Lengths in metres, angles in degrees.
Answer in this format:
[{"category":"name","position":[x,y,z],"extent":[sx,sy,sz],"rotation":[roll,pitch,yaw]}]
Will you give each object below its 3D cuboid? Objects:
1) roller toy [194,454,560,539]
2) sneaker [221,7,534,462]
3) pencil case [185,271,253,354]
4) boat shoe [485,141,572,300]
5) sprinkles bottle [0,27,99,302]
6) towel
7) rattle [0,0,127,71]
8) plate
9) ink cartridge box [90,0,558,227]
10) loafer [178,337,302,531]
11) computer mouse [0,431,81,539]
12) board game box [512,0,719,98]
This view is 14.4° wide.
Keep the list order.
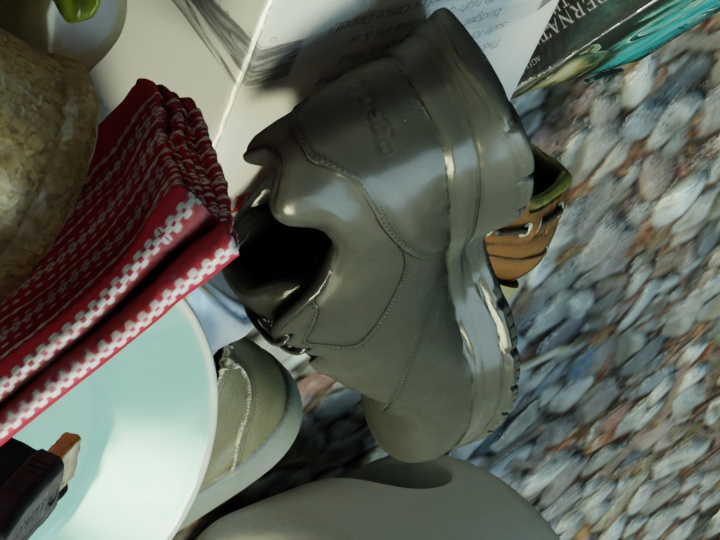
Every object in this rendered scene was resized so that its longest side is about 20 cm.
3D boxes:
[{"category":"roller toy","position":[0.014,0.181,1.268],"extent":[0.139,0.200,0.183],"rotation":[-17,141,-44]},{"category":"sneaker","position":[0.000,0.000,0.897],"extent":[0.090,0.076,0.201],"rotation":[-23,146,-14]},{"category":"pencil case","position":[-0.125,0.050,0.967],"extent":[0.200,0.083,0.091],"rotation":[-45,161,12]},{"category":"boat shoe","position":[0.025,-0.033,1.080],"extent":[0.068,0.072,0.200],"rotation":[-50,164,11]},{"category":"sprinkles bottle","position":[-0.156,-0.059,0.640],"extent":[0.199,0.068,0.068],"rotation":[27,115,-29]},{"category":"towel","position":[-0.095,0.012,0.731],"extent":[0.144,0.023,0.200],"rotation":[-39,-167,2]},{"category":"rattle","position":[-0.122,-0.037,0.724],"extent":[0.200,0.143,0.131],"rotation":[-37,145,-28]},{"category":"plate","position":[-0.138,0.062,0.890],"extent":[0.199,0.026,0.201],"rotation":[-19,135,-19]},{"category":"ink cartridge box","position":[0.000,-0.113,0.876],"extent":[0.146,0.083,0.201],"rotation":[-20,149,-39]},{"category":"loafer","position":[-0.114,0.084,1.074],"extent":[0.200,0.075,0.070],"rotation":[-40,145,-13]},{"category":"computer mouse","position":[-0.125,0.067,0.783],"extent":[0.140,0.046,0.200],"rotation":[-34,-178,27]},{"category":"board game box","position":[0.146,-0.127,1.034],"extent":[0.199,0.028,0.135],"rotation":[-32,174,31]}]
